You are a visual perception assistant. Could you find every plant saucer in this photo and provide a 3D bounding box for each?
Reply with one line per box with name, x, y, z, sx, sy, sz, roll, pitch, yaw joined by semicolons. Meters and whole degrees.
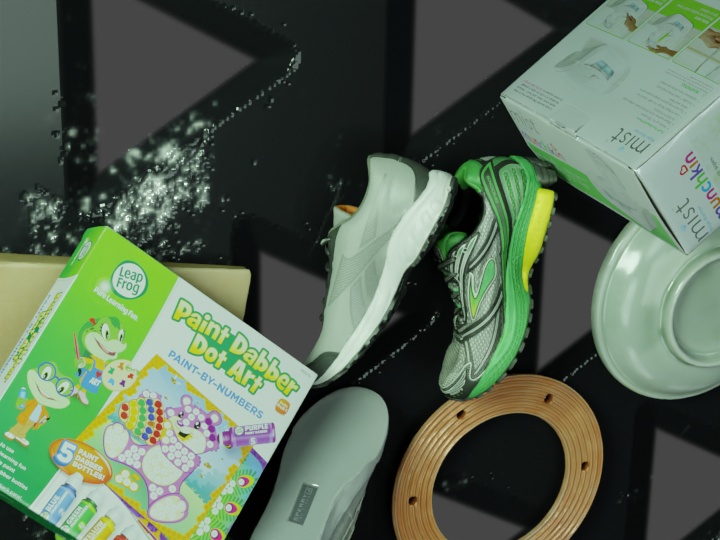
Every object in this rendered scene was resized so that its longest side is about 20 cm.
plant saucer;0.292;0.024;1.575;0.200;0.050;0.201;-10;114;-23

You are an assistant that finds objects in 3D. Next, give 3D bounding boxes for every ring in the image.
ring;0.115;0.177;1.570;0.200;0.019;0.201;-11;115;-23

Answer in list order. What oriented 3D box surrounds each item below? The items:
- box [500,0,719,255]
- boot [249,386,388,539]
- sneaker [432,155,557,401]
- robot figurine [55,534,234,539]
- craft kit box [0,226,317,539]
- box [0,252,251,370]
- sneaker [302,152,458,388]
box;0.232;-0.130;1.392;0.176;0.200;0.097;-42;123;-6
boot;-0.036;0.190;1.453;0.096;0.073;0.200;90;25;-52
sneaker;0.088;0.005;1.461;0.085;0.078;0.200;7;98;-21
robot figurine;-0.161;0.268;1.415;0.200;0.116;0.176;41;84;-34
craft kit box;-0.159;0.104;1.324;0.200;0.048;0.198;36;70;-22
box;-0.188;0.070;1.374;0.200;0.021;0.164;3;108;-26
sneaker;0.000;0.000;1.419;0.079;0.074;0.200;29;107;3
